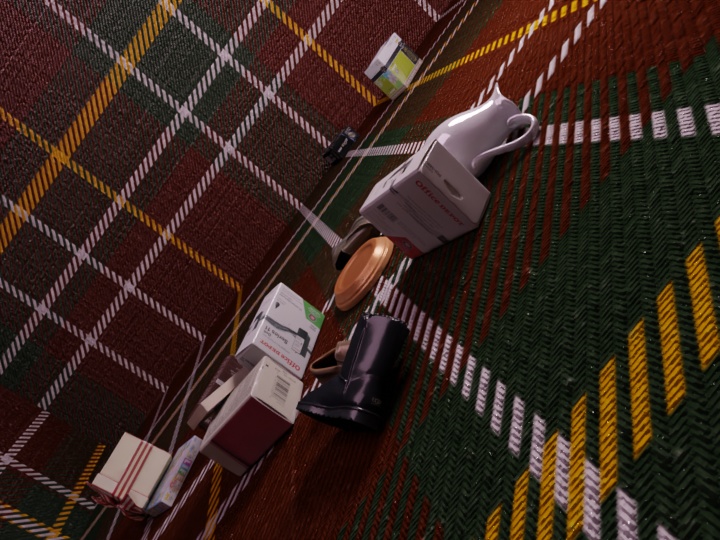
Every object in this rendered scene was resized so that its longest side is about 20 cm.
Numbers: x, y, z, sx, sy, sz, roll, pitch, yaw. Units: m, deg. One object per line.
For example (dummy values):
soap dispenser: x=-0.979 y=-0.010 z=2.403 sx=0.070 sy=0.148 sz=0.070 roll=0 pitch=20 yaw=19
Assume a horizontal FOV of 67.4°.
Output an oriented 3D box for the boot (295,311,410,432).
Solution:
boot: x=-0.010 y=0.156 z=0.842 sx=0.199 sy=0.076 sz=0.171 roll=-17 pitch=47 yaw=55

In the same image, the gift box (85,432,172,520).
gift box: x=-0.678 y=0.608 z=1.591 sx=0.201 sy=0.181 sz=0.189 roll=109 pitch=-176 yaw=-56

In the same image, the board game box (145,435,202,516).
board game box: x=-0.536 y=0.594 z=1.563 sx=0.134 sy=0.034 sz=0.202 roll=-41 pitch=20 yaw=41

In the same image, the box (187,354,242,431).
box: x=-0.382 y=0.349 z=1.511 sx=0.075 sy=0.099 sz=0.202 roll=-28 pitch=30 yaw=56

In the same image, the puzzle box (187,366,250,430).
puzzle box: x=-0.301 y=0.273 z=1.241 sx=0.199 sy=0.025 sz=0.133 roll=-40 pitch=-7 yaw=-43

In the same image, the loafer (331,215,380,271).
loafer: x=-0.007 y=-0.063 z=1.367 sx=0.200 sy=0.074 sz=0.071 roll=-47 pitch=27 yaw=40

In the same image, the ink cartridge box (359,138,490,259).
ink cartridge box: x=0.112 y=-0.121 z=0.971 sx=0.199 sy=0.146 sz=0.084 roll=-27 pitch=27 yaw=56

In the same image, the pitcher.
pitcher: x=0.216 y=-0.232 z=0.994 sx=0.199 sy=0.121 sz=0.173 roll=-39 pitch=33 yaw=9

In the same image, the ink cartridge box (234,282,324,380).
ink cartridge box: x=-0.182 y=0.154 z=1.255 sx=0.083 sy=0.146 sz=0.202 roll=-38 pitch=22 yaw=38

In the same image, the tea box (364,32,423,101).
tea box: x=0.157 y=-0.954 z=2.538 sx=0.133 sy=0.196 sz=0.202 roll=-25 pitch=30 yaw=57

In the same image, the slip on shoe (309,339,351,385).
slip on shoe: x=-0.017 y=0.148 z=0.934 sx=0.199 sy=0.060 sz=0.077 roll=-38 pitch=21 yaw=46

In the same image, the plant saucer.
plant saucer: x=0.000 y=0.000 z=1.251 sx=0.201 sy=0.037 sz=0.201 roll=-48 pitch=16 yaw=18

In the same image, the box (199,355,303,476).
box: x=-0.224 y=0.303 z=1.124 sx=0.200 sy=0.108 sz=0.129 roll=-47 pitch=16 yaw=24

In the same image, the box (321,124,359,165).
box: x=-0.110 y=-0.679 z=2.945 sx=0.165 sy=0.086 sz=0.199 roll=-57 pitch=16 yaw=-13
